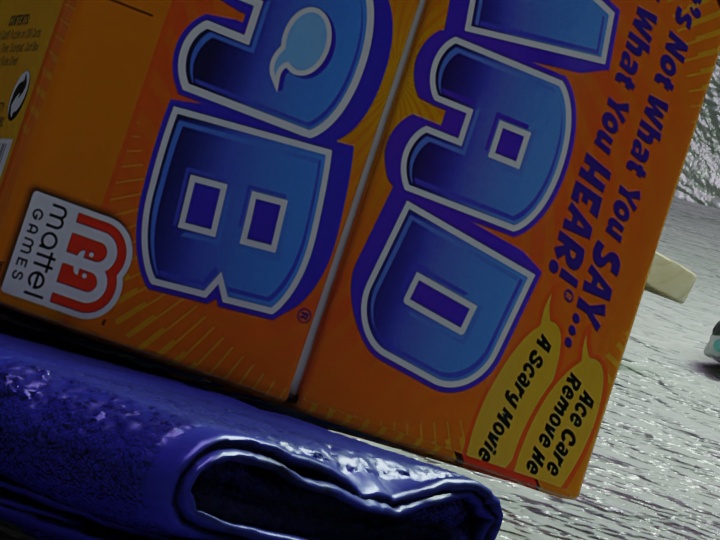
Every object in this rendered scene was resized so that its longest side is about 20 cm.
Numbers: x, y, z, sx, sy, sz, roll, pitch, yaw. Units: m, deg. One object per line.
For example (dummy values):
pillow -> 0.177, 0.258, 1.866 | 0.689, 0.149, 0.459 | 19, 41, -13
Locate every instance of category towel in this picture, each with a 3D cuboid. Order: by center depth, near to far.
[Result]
towel -> -0.079, 0.048, 0.753 | 0.200, 0.050, 0.148 | 17, -1, 35

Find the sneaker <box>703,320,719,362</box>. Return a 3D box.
sneaker -> 0.247, 0.015, 1.587 | 0.077, 0.091, 0.200 | 14, 6, 17

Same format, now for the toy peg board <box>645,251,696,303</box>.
toy peg board -> 0.036, -0.013, 1.494 | 0.199, 0.098, 0.200 | 28, -1, -26

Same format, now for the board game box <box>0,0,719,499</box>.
board game box -> -0.028, -0.061, 0.898 | 0.200, 0.200, 0.200 | 20, -5, -23
